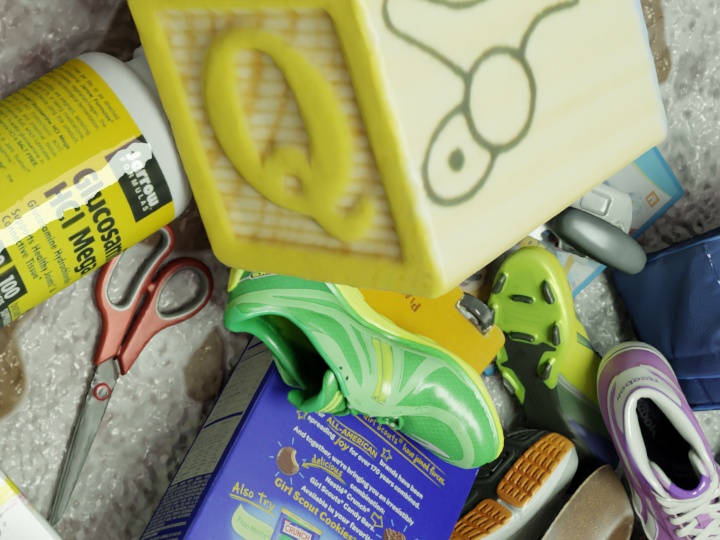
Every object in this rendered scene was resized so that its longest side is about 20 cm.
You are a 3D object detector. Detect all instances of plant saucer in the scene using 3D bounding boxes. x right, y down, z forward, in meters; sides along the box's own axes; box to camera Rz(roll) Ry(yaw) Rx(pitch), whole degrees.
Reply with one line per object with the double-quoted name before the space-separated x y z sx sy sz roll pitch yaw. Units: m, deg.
"plant saucer" 0.133 0.226 1.195 0.200 0.034 0.200 -50 157 -30

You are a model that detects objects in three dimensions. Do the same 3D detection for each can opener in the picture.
"can opener" 0.105 -0.054 1.173 0.200 0.066 0.053 20 91 -22

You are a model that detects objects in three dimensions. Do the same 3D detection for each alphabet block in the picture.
"alphabet block" 0.021 -0.120 0.977 0.200 0.196 0.196 -32 115 -35

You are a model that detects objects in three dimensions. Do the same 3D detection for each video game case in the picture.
"video game case" 0.119 -0.044 1.223 0.200 0.018 0.143 -42 113 -13

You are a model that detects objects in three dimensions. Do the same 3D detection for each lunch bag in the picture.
"lunch bag" 0.271 0.033 1.214 0.136 0.200 0.133 -19 88 -19

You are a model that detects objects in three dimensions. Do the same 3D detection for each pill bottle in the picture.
"pill bottle" -0.172 -0.056 1.032 0.200 0.112 0.113 -34 111 -16

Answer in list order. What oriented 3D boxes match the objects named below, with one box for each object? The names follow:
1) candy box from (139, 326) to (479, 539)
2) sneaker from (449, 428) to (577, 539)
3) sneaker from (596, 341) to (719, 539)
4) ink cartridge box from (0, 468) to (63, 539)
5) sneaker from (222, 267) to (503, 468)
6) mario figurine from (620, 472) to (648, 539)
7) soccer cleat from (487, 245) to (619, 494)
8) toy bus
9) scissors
"candy box" -0.030 0.151 1.113 0.169 0.077 0.200 41 57 -21
"sneaker" 0.083 0.198 1.191 0.200 0.076 0.092 -49 126 -7
"sneaker" 0.214 0.152 1.163 0.073 0.114 0.201 -30 104 6
"ink cartridge box" -0.259 0.166 1.010 0.147 0.146 0.200 -42 112 -13
"sneaker" -0.003 0.064 1.067 0.200 0.074 0.084 37 54 -10
"mario figurine" 0.251 0.180 1.306 0.123 0.106 0.200 43 66 9
"soccer cleat" 0.138 0.063 1.222 0.084 0.065 0.200 -46 129 -43
"toy bus" 0.000 0.000 1.134 0.200 0.078 0.065 45 74 -21
"scissors" -0.165 0.061 1.113 0.073 0.014 0.200 37 84 -28
